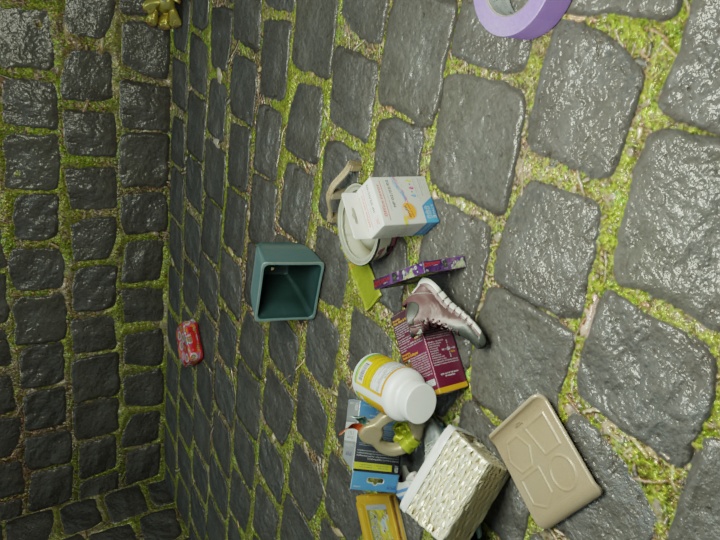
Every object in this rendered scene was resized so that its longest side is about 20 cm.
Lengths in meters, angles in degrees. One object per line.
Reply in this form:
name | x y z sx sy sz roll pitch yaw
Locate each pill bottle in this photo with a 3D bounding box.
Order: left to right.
pill bottle | 0.074 0.258 1.396 0.198 0.108 0.115 16 109 58

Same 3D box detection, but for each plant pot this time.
plant pot | -0.240 0.012 1.966 0.201 0.190 0.201 -124 40 -52

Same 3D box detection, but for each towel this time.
towel | 0.000 0.000 1.721 0.086 0.018 0.204 -53 52 49

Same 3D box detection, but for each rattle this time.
rattle | 0.044 0.338 1.496 0.145 0.194 0.132 -92 13 -47

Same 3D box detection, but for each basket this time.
basket | 0.195 0.441 1.308 0.123 0.135 0.203 33 91 42

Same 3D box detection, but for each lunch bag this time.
lunch bag | -0.796 0.335 3.012 0.176 0.080 0.205 -37 63 53

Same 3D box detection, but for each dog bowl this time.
dog bowl | 0.021 -0.116 1.616 0.198 0.072 0.207 17 110 57

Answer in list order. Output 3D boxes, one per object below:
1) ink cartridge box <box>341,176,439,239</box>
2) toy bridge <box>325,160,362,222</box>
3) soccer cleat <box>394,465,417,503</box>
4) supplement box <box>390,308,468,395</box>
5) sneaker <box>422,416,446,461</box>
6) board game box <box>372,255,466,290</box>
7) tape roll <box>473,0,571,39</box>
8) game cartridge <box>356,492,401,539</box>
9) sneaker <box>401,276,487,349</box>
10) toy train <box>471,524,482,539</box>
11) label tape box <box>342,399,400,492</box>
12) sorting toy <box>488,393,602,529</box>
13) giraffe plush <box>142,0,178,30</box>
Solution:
ink cartridge box | 0.066 -0.139 1.418 0.068 0.195 0.118 -39 63 52
toy bridge | -0.058 -0.206 1.733 0.028 0.066 0.202 58 139 33
soccer cleat | 0.140 0.535 1.535 0.198 0.068 0.089 17 110 56
supplement box | 0.151 0.179 1.441 0.110 0.084 0.205 -37 65 55
sneaker | 0.170 0.430 1.457 0.075 0.085 0.204 -54 49 49
board game box | 0.126 0.007 1.422 0.198 0.117 0.033 -22 74 56
tape roll | 0.284 -0.514 1.127 0.198 0.064 0.207 16 109 57
game cartridge | 0.056 0.694 1.736 0.199 0.032 0.181 -33 67 54
sneaker | 0.164 0.118 1.351 0.200 0.115 0.076 45 170 28
toy train | 0.224 0.608 1.399 0.114 0.083 0.206 166 88 -71
label tape box | 0.030 0.428 1.579 0.066 0.140 0.206 -11 68 57
sorting toy | 0.344 0.358 1.213 0.203 0.036 0.187 60 141 27
giraffe plush | -0.851 -1.172 2.791 0.201 0.168 0.166 121 149 -49
